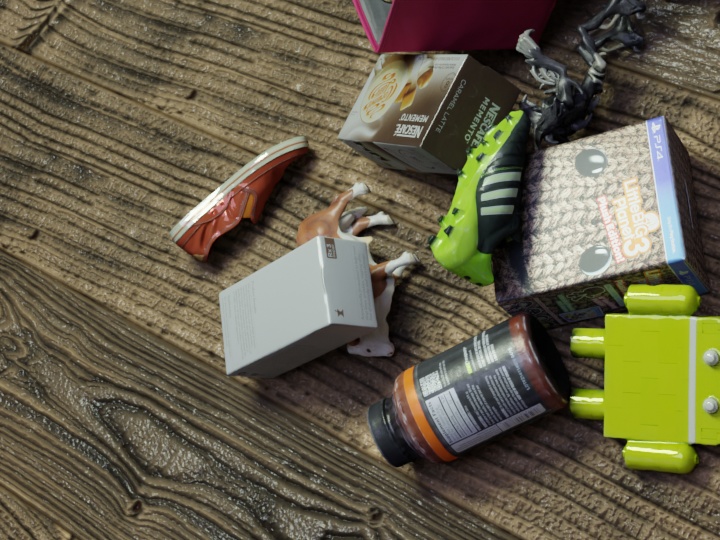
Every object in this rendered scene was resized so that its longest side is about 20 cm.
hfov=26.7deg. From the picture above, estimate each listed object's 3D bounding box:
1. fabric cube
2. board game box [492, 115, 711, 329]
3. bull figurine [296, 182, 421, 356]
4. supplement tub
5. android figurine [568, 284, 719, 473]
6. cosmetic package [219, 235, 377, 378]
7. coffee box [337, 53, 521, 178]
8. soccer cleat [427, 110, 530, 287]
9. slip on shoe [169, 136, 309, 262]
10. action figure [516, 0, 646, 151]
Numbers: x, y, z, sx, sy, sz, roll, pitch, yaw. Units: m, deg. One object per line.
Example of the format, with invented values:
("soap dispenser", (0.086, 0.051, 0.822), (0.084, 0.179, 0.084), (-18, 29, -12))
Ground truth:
("fabric cube", (0.103, -0.372, 1.646), (0.198, 0.201, 0.197), (-5, 53, -22))
("board game box", (0.240, -0.044, 1.555), (0.199, 0.097, 0.161), (-15, 64, 23))
("bull figurine", (0.000, 0.000, 1.687), (0.121, 0.065, 0.201), (-37, 60, 6))
("supplement tub", (0.107, 0.129, 1.552), (0.199, 0.107, 0.108), (-27, 60, 18))
("android figurine", (0.300, 0.105, 1.476), (0.199, 0.041, 0.184), (3, 92, 29))
("cosmetic package", (-0.071, 0.043, 1.651), (0.199, 0.074, 0.102), (-25, 66, 46))
("coffee box", (0.071, -0.169, 1.655), (0.115, 0.079, 0.200), (-63, 27, -5))
("soccer cleat", (0.134, -0.073, 1.530), (0.067, 0.081, 0.201), (-23, 35, 55))
("slip on shoe", (-0.135, -0.086, 1.800), (0.200, 0.074, 0.061), (-41, 92, 1))
("action figure", (0.221, -0.211, 1.626), (0.102, 0.119, 0.200), (31, 77, 23))
